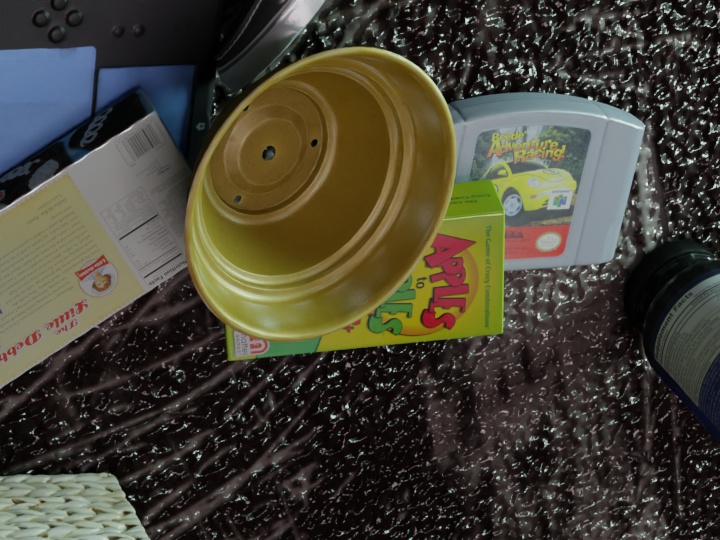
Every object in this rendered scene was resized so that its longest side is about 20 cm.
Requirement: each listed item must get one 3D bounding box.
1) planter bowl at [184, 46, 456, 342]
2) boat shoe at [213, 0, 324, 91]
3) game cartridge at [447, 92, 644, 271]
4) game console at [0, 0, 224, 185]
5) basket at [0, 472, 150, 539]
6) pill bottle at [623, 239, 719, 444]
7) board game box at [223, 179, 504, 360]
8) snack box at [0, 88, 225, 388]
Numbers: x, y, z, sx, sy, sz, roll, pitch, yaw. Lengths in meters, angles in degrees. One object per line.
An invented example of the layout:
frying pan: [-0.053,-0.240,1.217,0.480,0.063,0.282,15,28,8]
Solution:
planter bowl: [-0.042,-0.061,1.086,0.199,0.083,0.202,-18,125,-27]
boat shoe: [-0.038,-0.206,1.067,0.066,0.070,0.200,37,109,-12]
game cartridge: [0.112,-0.064,1.241,0.198,0.041,0.134,-4,117,-23]
game console: [-0.179,-0.092,1.091,0.175,0.031,0.202,-3,121,-23]
basket: [-0.250,0.261,1.197,0.198,0.161,0.200,1,119,-24]
pill bottle: [0.286,0.062,1.295,0.111,0.200,0.113,-11,124,-17]
board game box: [0.000,0.000,1.191,0.198,0.048,0.102,-5,122,-5]
snack box: [-0.195,-0.015,1.093,0.199,0.037,0.117,-33,129,-6]
